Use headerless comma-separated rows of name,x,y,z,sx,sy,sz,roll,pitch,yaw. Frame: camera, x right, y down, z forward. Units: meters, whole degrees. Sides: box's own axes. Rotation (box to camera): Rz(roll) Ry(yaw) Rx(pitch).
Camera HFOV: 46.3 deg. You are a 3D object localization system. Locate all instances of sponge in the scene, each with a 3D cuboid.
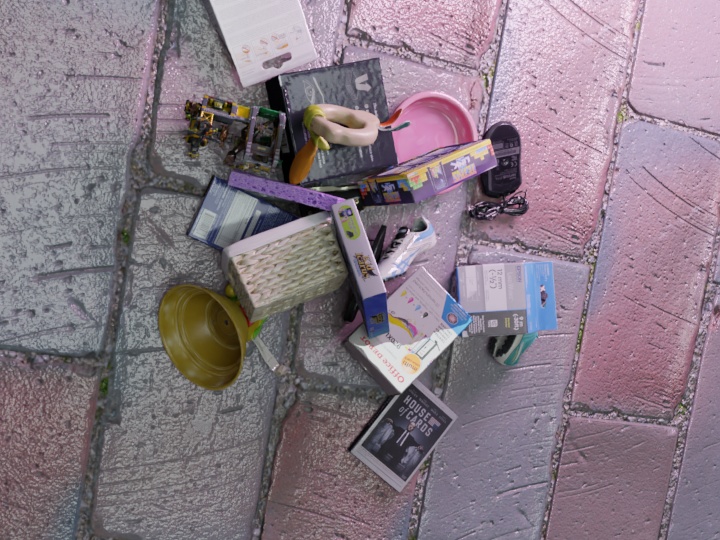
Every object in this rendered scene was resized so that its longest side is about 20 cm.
sponge,-0.126,-0.139,1.507,0.199,0.112,0.030,16,95,5

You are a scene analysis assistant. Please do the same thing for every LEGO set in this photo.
LEGO set,-0.220,-0.213,1.470,0.199,0.154,0.117,16,65,-22

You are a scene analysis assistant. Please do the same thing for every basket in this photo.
basket,-0.133,-0.002,1.495,0.199,0.136,0.124,-20,79,-16

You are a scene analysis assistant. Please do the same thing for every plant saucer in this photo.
plant saucer,0.134,-0.250,1.665,0.199,0.051,0.202,-2,96,-21

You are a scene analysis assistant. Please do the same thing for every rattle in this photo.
rattle,-0.014,-0.217,1.481,0.199,0.130,0.144,-10,113,-46

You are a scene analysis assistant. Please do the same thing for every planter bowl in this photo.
planter bowl,-0.263,0.107,1.515,0.083,0.199,0.202,-30,109,-52

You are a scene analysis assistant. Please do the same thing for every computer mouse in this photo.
computer mouse,0.279,-0.208,1.728,0.138,0.053,0.201,-8,109,-18

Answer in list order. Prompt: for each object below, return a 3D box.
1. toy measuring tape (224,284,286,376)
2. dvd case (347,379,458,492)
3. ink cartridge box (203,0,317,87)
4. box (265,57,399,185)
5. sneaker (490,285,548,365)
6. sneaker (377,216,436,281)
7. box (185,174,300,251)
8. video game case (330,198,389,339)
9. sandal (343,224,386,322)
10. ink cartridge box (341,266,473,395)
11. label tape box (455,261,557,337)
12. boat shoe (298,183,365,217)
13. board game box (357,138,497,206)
toy measuring tape,-0.184,0.106,1.569,0.073,0.074,0.201,-36,102,-13
dvd case,0.089,0.332,1.726,0.150,0.025,0.200,42,81,-20
ink cartridge box,-0.184,-0.454,1.531,0.159,0.047,0.201,-26,109,-17
box,-0.053,-0.273,1.556,0.199,0.117,0.198,-14,101,-18
sneaker,0.347,0.110,1.785,0.080,0.077,0.201,35,88,-40
sneaker,0.075,-0.037,1.632,0.200,0.072,0.073,-42,110,-40
box,-0.208,-0.079,1.564,0.199,0.032,0.122,26,88,-20
video game case,0.002,0.002,1.472,0.045,0.200,0.182,-17,67,-3
sandal,0.000,0.001,1.635,0.048,0.075,0.202,22,89,6
ink cartridge box,0.086,0.121,1.617,0.200,0.145,0.147,-44,87,-11
label tape box,0.297,0.057,1.705,0.198,0.066,0.144,-4,89,7
boat shoe,-0.021,-0.136,1.608,0.200,0.074,0.064,-7,97,-14
board game box,0.121,-0.176,1.535,0.199,0.165,0.057,-26,105,-27
